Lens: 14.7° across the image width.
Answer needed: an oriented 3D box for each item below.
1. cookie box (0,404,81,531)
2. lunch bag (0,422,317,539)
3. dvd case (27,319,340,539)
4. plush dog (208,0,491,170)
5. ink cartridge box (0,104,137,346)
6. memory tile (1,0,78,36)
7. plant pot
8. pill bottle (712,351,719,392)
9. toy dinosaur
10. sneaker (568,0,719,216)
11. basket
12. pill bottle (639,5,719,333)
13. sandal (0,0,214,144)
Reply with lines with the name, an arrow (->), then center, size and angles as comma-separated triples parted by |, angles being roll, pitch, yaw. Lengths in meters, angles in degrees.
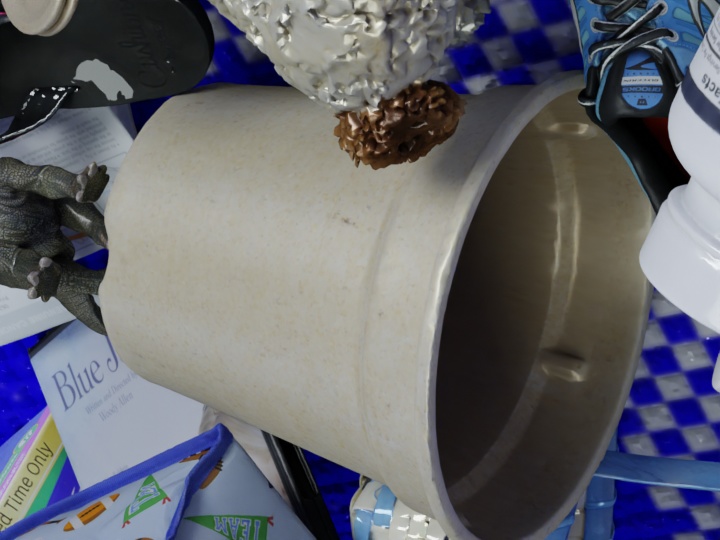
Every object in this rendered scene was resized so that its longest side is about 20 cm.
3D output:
cookie box -> -0.118, 0.186, 1.372 | 0.200, 0.171, 0.075 | 39, 131, -12
lunch bag -> -0.098, 0.187, 1.212 | 0.200, 0.124, 0.170 | -23, 111, 37
dvd case -> -0.081, 0.093, 1.299 | 0.143, 0.018, 0.201 | -39, 68, 42
plush dog -> -0.019, -0.131, 1.023 | 0.160, 0.172, 0.201 | -21, 126, -10
ink cartridge box -> -0.168, -0.066, 1.267 | 0.160, 0.047, 0.200 | -20, 122, 35
memory tile -> -0.122, -0.203, 1.055 | 0.153, 0.017, 0.201 | -49, 55, 43
plant pot -> 0.000, 0.000, 1.163 | 0.183, 0.201, 0.201 | 14, 134, 29
pill bottle -> 0.252, 0.049, 1.129 | 0.199, 0.114, 0.114 | 26, 134, 1
toy dinosaur -> -0.151, -0.020, 1.209 | 0.102, 0.200, 0.077 | 19, 92, 25
sneaker -> 0.117, -0.099, 1.076 | 0.078, 0.090, 0.200 | -9, 124, 29
basket -> 0.100, 0.144, 1.260 | 0.199, 0.139, 0.177 | 5, 131, 13
pill bottle -> 0.180, -0.071, 1.014 | 0.111, 0.111, 0.201 | 26, 112, 1
sandal -> -0.157, -0.084, 1.181 | 0.199, 0.045, 0.075 | -7, 129, 26
